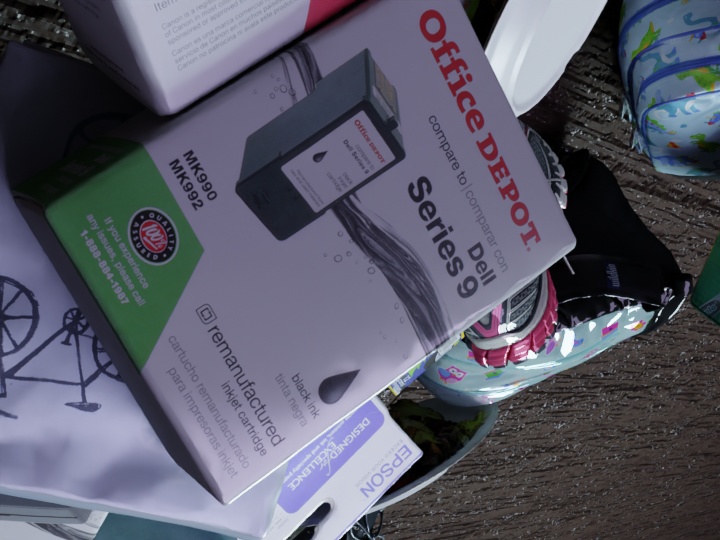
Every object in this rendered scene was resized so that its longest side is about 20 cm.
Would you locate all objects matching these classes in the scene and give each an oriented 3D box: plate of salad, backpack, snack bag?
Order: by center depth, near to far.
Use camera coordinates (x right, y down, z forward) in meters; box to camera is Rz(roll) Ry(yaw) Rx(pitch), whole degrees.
[{"bbox_3d":[-0.096,0.018,0.589,0.187,0.021,0.203,15,89,-26],"label":"snack bag"},{"bbox_3d":[0.112,-0.171,0.786,0.201,0.048,0.201,-53,166,-19],"label":"plate of salad"},{"bbox_3d":[0.261,-0.142,0.931,0.201,0.161,0.155,62,33,-48],"label":"backpack"},{"bbox_3d":[0.120,0.014,0.948,0.198,0.168,0.127,-22,146,-22],"label":"backpack"},{"bbox_3d":[0.011,0.134,0.982,0.198,0.049,0.200,-23,-171,4],"label":"plate of salad"}]

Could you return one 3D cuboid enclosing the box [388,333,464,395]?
[{"bbox_3d":[0.000,0.000,0.766,0.064,0.070,0.200,-39,150,-4],"label":"box"}]

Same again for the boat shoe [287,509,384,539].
[{"bbox_3d":[-0.011,0.228,1.143,0.200,0.062,0.075,-43,149,-6],"label":"boat shoe"}]

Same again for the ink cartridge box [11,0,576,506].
[{"bbox_3d":[-0.025,-0.022,0.558,0.199,0.084,0.147,-35,108,-17],"label":"ink cartridge box"}]

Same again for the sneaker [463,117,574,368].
[{"bbox_3d":[0.090,-0.038,0.824,0.080,0.202,0.075,-17,133,19],"label":"sneaker"}]

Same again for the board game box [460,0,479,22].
[{"bbox_3d":[-0.019,-0.089,0.749,0.133,0.045,0.202,-15,139,-41],"label":"board game box"}]

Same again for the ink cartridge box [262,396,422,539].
[{"bbox_3d":[-0.085,0.123,0.844,0.198,0.043,0.200,-43,120,-7],"label":"ink cartridge box"}]

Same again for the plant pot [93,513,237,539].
[{"bbox_3d":[-0.144,0.249,0.765,0.198,0.134,0.203,-8,116,-18],"label":"plant pot"}]

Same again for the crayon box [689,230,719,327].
[{"bbox_3d":[0.320,-0.054,0.900,0.118,0.058,0.202,-14,132,-40],"label":"crayon box"}]

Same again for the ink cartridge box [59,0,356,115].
[{"bbox_3d":[-0.066,-0.186,0.482,0.144,0.083,0.202,-34,132,-18],"label":"ink cartridge box"}]

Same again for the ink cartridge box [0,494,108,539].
[{"bbox_3d":[-0.193,0.078,0.650,0.143,0.085,0.201,19,116,-26],"label":"ink cartridge box"}]
